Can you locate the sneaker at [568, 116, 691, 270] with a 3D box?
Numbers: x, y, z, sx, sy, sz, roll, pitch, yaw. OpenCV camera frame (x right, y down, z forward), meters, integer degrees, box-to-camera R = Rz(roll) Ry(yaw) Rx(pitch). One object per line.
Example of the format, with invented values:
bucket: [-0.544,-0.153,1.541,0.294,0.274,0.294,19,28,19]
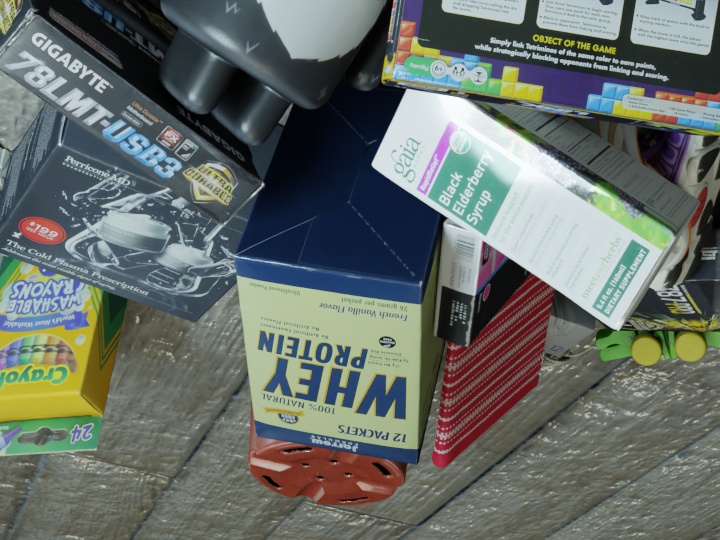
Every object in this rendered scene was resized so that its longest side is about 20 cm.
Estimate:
sneaker: [0.155,-0.079,0.946,0.091,0.202,0.076,-27,173,-33]

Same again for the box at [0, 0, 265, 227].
box: [-0.167,-0.145,0.882,0.050,0.199,0.199,-44,129,13]

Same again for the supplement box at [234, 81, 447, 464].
supplement box: [0.000,0.000,1.008,0.132,0.202,0.201,9,137,10]

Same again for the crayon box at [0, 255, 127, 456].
crayon box: [-0.292,0.069,1.241,0.124,0.202,0.052,-6,147,18]

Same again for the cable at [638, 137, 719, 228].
cable: [0.299,-0.061,1.077,0.198,0.051,0.163,-13,144,26]

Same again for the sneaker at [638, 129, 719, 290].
sneaker: [0.228,-0.082,0.986,0.083,0.080,0.202,31,121,29]

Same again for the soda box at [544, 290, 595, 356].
soda box: [0.117,0.012,1.209,0.198,0.069,0.063,19,146,-20]

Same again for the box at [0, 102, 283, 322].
box: [-0.181,-0.065,1.098,0.198,0.105,0.182,21,144,-23]

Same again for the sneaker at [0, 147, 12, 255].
sneaker: [-0.356,-0.081,1.147,0.080,0.077,0.200,0,145,31]

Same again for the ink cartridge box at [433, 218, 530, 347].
ink cartridge box: [0.113,-0.033,0.997,0.037,0.200,0.096,17,125,21]

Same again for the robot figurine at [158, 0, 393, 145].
robot figurine: [-0.043,-0.180,0.808,0.124,0.201,0.150,34,-174,18]

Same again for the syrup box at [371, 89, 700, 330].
syrup box: [0.114,-0.058,0.873,0.199,0.081,0.079,34,120,12]

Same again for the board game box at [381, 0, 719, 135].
board game box: [0.121,-0.174,0.754,0.197,0.168,0.057,9,-177,-6]

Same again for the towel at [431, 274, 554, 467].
towel: [0.114,0.067,1.132,0.022,0.144,0.202,32,141,28]

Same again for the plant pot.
plant pot: [-0.024,0.106,1.261,0.198,0.198,0.202,5,149,3]

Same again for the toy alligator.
toy alligator: [0.269,0.056,1.275,0.197,0.059,0.055,-6,107,19]

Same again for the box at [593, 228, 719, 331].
box: [0.271,0.012,1.140,0.159,0.050,0.200,-3,165,22]
